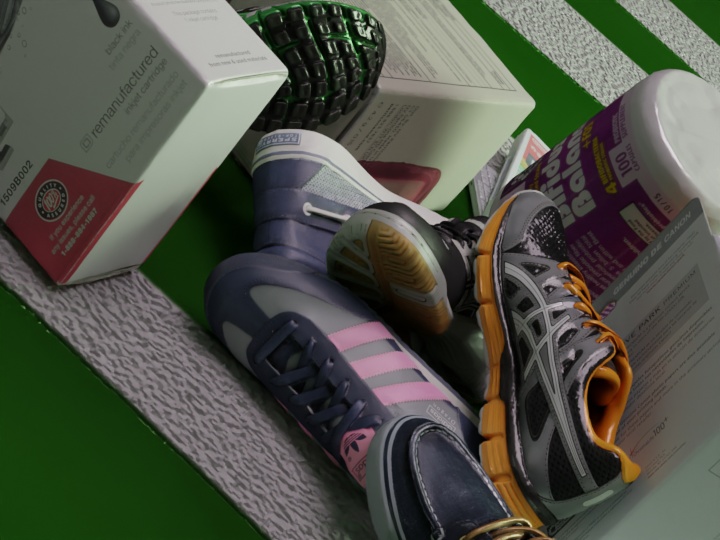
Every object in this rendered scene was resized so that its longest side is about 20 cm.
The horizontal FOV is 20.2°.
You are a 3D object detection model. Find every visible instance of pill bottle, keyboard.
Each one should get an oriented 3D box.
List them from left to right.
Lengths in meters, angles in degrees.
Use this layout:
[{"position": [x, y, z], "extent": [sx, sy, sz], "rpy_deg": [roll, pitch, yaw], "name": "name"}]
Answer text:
[{"position": [0.105, -0.018, 1.431], "extent": [0.056, 0.011, 0.201], "rpy_deg": [32, 27, -22], "name": "keyboard"}, {"position": [0.150, -0.030, 1.274], "extent": [0.112, 0.200, 0.113], "rpy_deg": [26, 45, -29], "name": "pill bottle"}]

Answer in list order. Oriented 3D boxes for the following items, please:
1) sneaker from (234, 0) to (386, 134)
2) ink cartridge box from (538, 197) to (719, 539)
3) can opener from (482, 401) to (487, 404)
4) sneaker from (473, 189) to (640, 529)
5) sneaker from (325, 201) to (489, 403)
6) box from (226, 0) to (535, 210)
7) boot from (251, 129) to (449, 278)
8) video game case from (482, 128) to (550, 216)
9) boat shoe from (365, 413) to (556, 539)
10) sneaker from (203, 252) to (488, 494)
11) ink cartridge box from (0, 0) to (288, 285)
[{"position": [-0.081, -0.127, 1.170], "extent": [0.198, 0.079, 0.085], "rpy_deg": [-7, 30, -14], "name": "sneaker"}, {"position": [0.168, 0.088, 1.120], "extent": [0.083, 0.200, 0.176], "rpy_deg": [31, 28, -23], "name": "ink cartridge box"}, {"position": [0.125, 0.097, 1.244], "extent": [0.200, 0.053, 0.066], "rpy_deg": [44, 59, 9], "name": "can opener"}, {"position": [0.108, 0.045, 1.087], "extent": [0.078, 0.077, 0.202], "rpy_deg": [43, 39, -51], "name": "sneaker"}, {"position": [0.042, -0.003, 1.138], "extent": [0.075, 0.088, 0.200], "rpy_deg": [23, -16, 25], "name": "sneaker"}, {"position": [-0.001, -0.119, 1.322], "extent": [0.128, 0.109, 0.199], "rpy_deg": [52, 26, 22], "name": "box"}, {"position": [0.000, 0.000, 1.201], "extent": [0.199, 0.072, 0.091], "rpy_deg": [32, 54, -44], "name": "boot"}, {"position": [0.154, -0.020, 1.485], "extent": [0.143, 0.017, 0.200], "rpy_deg": [45, 24, -7], "name": "video game case"}, {"position": [0.073, 0.145, 0.969], "extent": [0.070, 0.091, 0.202], "rpy_deg": [-7, 63, -36], "name": "boat shoe"}, {"position": [-0.003, 0.069, 1.060], "extent": [0.199, 0.070, 0.082], "rpy_deg": [37, 23, -6], "name": "sneaker"}, {"position": [-0.158, -0.116, 1.041], "extent": [0.200, 0.147, 0.083], "rpy_deg": [47, 27, 14], "name": "ink cartridge box"}]
